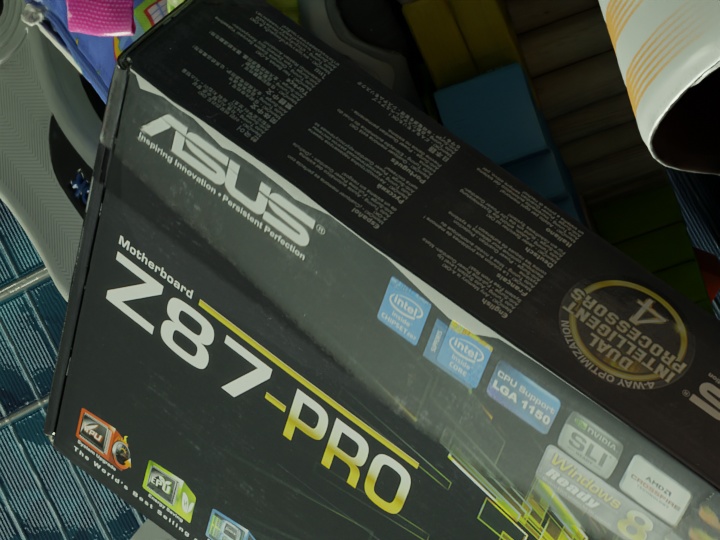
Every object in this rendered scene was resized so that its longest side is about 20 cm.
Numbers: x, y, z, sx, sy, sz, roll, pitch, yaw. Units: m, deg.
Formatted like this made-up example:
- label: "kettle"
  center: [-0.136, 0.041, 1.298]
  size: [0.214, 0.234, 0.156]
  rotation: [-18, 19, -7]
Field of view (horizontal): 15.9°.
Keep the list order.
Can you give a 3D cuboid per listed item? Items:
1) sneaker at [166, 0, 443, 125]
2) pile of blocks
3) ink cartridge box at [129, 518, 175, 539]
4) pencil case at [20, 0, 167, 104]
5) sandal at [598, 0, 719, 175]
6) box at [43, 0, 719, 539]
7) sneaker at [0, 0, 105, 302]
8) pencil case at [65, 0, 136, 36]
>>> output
- label: "sneaker"
  center: [-0.025, -0.060, 0.664]
  size: [0.076, 0.076, 0.201]
  rotation: [-97, -16, -54]
- label: "pile of blocks"
  center: [0.064, -0.025, 0.672]
  size: [0.200, 0.062, 0.082]
  rotation: [61, -167, -45]
- label: "ink cartridge box"
  center: [0.015, 0.144, 1.023]
  size: [0.200, 0.145, 0.084]
  rotation: [40, -177, -25]
- label: "pencil case"
  center: [-0.051, -0.070, 0.816]
  size: [0.078, 0.087, 0.200]
  rotation: [59, 176, -39]
- label: "sandal"
  center: [0.088, -0.035, 0.506]
  size: [0.207, 0.059, 0.079]
  rotation: [60, 171, 23]
- label: "box"
  center: [0.017, 0.042, 0.643]
  size: [0.200, 0.049, 0.162]
  rotation: [36, 141, 13]
- label: "sneaker"
  center: [-0.099, -0.052, 1.010]
  size: [0.112, 0.073, 0.201]
  rotation: [11, -138, -54]
- label: "pencil case"
  center: [-0.072, -0.175, 0.727]
  size: [0.088, 0.088, 0.202]
  rotation: [92, -178, -74]
